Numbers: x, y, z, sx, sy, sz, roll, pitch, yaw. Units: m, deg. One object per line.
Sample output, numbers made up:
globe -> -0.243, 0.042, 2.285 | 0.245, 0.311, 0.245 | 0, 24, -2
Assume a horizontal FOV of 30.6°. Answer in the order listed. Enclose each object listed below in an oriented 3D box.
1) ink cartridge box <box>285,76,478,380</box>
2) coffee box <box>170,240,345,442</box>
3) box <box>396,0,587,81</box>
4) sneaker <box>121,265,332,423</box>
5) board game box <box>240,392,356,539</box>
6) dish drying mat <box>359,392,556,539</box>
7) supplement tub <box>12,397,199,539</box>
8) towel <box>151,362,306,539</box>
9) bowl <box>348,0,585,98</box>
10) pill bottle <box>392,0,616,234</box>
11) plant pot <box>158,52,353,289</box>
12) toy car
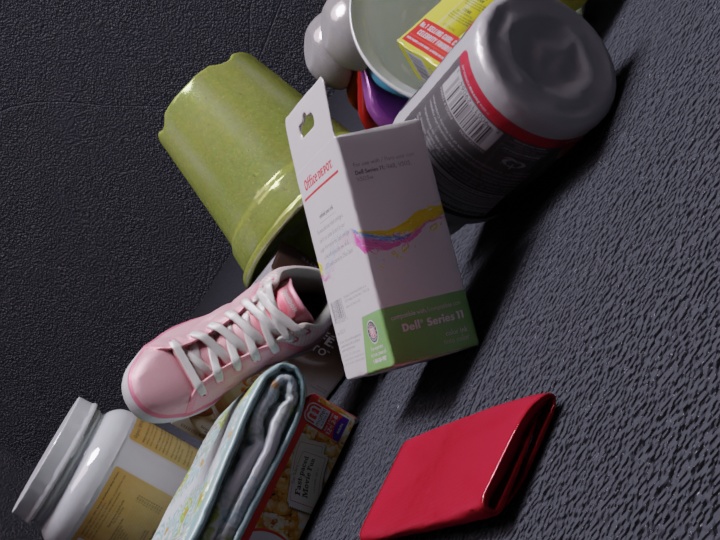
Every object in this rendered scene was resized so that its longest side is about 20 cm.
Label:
ink cartridge box -> 0.011, -0.031, 0.925 | 0.117, 0.067, 0.200 | 151, 106, -71
coffee box -> -0.084, 0.088, 1.267 | 0.200, 0.114, 0.080 | -55, 10, 30
box -> 0.128, -0.220, 1.047 | 0.200, 0.050, 0.075 | -42, 45, -5
sneaker -> -0.100, 0.052, 1.083 | 0.200, 0.075, 0.105 | -24, -14, -33
board game box -> -0.086, 0.212, 1.093 | 0.200, 0.046, 0.151 | -63, 10, -26
dish drying mat -> 0.051, 0.118, 0.756 | 0.077, 0.018, 0.200 | -62, 9, -22
supplement tub -> -0.208, 0.220, 1.238 | 0.145, 0.200, 0.145 | -57, 9, 14
towel -> -0.119, 0.179, 1.080 | 0.200, 0.048, 0.171 | -63, 11, -24
bowl -> 0.096, -0.212, 1.137 | 0.201, 0.201, 0.090 | -61, -20, -13
pill bottle -> 0.088, -0.102, 0.957 | 0.200, 0.111, 0.111 | -46, 16, 55
plant pot -> -0.097, -0.112, 1.325 | 0.200, 0.184, 0.200 | -40, -13, -11
toy car -> 0.043, -0.198, 1.297 | 0.200, 0.175, 0.150 | 161, 105, -75
